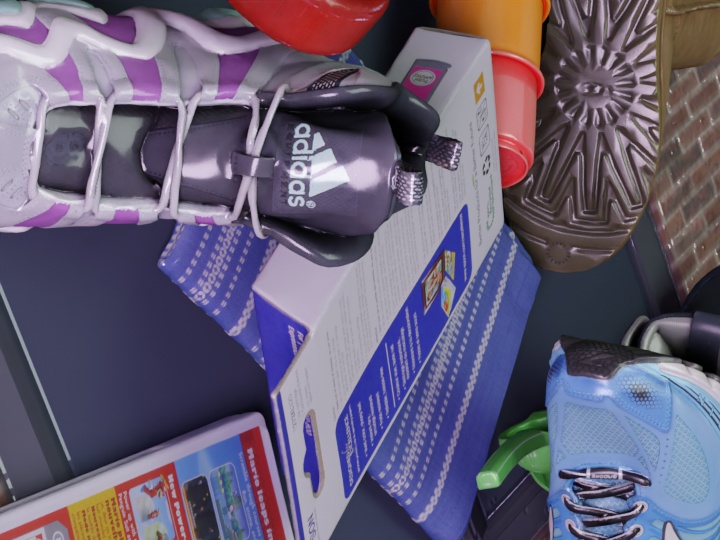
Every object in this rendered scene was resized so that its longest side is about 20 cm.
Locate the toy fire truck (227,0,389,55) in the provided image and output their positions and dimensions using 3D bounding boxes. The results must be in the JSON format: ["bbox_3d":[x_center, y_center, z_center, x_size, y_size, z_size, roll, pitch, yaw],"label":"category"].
[{"bbox_3d":[-0.040,-0.178,0.852,0.168,0.112,0.200,26,36,-25],"label":"toy fire truck"}]

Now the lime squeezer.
[{"bbox_3d":[0.078,0.088,1.093,0.200,0.038,0.071,50,52,-59],"label":"lime squeezer"}]

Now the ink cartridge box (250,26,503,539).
[{"bbox_3d":[0.002,0.008,0.956,0.095,0.037,0.200,83,26,-42],"label":"ink cartridge box"}]

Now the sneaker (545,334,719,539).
[{"bbox_3d":[0.108,0.109,1.029,0.090,0.078,0.200,-58,145,-37],"label":"sneaker"}]

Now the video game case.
[{"bbox_3d":[-0.077,0.138,0.874,0.200,0.017,0.143,-19,96,-56],"label":"video game case"}]

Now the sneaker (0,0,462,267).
[{"bbox_3d":[-0.043,-0.040,0.846,0.200,0.140,0.078,-17,121,-49],"label":"sneaker"}]

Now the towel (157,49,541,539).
[{"bbox_3d":[0.000,0.000,1.030,0.200,0.024,0.145,47,48,-37],"label":"towel"}]

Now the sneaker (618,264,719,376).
[{"bbox_3d":[0.160,0.042,1.157,0.146,0.077,0.203,79,20,-48],"label":"sneaker"}]

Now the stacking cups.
[{"bbox_3d":[0.059,-0.127,1.095,0.060,0.060,0.200,34,49,-47],"label":"stacking cups"}]

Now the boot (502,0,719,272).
[{"bbox_3d":[0.133,-0.096,1.204,0.200,0.066,0.175,-25,130,-69],"label":"boot"}]
